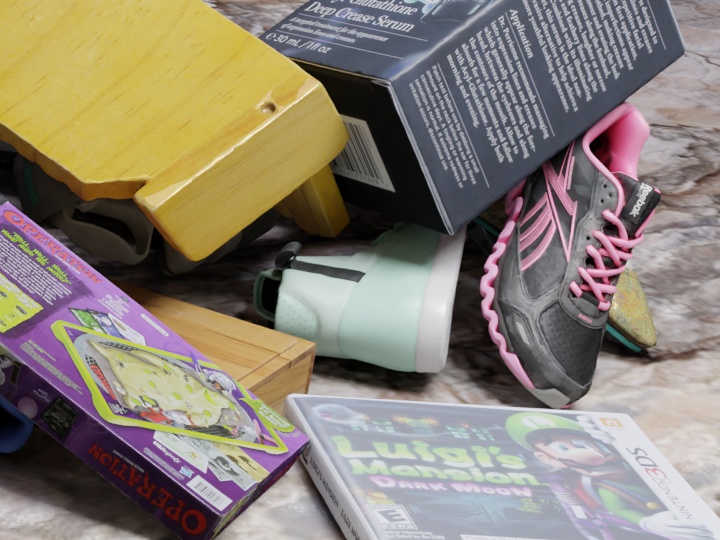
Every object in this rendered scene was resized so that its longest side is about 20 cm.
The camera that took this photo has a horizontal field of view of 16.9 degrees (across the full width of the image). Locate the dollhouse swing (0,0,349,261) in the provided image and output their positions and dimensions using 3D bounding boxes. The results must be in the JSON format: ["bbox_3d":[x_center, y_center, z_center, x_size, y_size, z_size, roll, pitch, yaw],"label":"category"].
[{"bbox_3d":[-0.124,-0.068,1.381,0.200,0.176,0.182,35,58,26],"label":"dollhouse swing"}]

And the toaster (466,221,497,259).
[{"bbox_3d":[0.109,-0.084,1.609,0.200,0.113,0.129,56,16,-4],"label":"toaster"}]

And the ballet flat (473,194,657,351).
[{"bbox_3d":[0.116,-0.031,1.503,0.200,0.071,0.071,38,27,18],"label":"ballet flat"}]

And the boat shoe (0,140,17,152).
[{"bbox_3d":[-0.153,-0.103,1.526,0.199,0.057,0.069,2,63,-26],"label":"boat shoe"}]

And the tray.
[{"bbox_3d":[-0.135,0.037,1.305,0.199,0.037,0.099,16,19,19],"label":"tray"}]

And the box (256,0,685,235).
[{"bbox_3d":[0.062,-0.129,1.418,0.200,0.107,0.148,-38,31,-24],"label":"box"}]

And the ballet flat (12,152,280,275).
[{"bbox_3d":[-0.126,-0.028,1.462,0.200,0.067,0.064,16,52,-43],"label":"ballet flat"}]

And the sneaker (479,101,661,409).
[{"bbox_3d":[0.129,-0.017,1.396,0.095,0.201,0.079,-22,-41,37],"label":"sneaker"}]

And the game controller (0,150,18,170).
[{"bbox_3d":[-0.197,-0.092,1.651,0.104,0.042,0.200,0,11,18],"label":"game controller"}]

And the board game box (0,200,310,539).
[{"bbox_3d":[-0.128,0.048,1.179,0.200,0.032,0.120,38,28,8],"label":"board game box"}]

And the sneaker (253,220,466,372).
[{"bbox_3d":[0.000,0.000,1.432,0.118,0.074,0.200,8,17,4],"label":"sneaker"}]

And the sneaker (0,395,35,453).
[{"bbox_3d":[-0.240,0.056,1.139,0.199,0.076,0.078,-3,26,-31],"label":"sneaker"}]

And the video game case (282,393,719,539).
[{"bbox_3d":[0.076,0.111,1.222,0.199,0.023,0.182,4,19,-18],"label":"video game case"}]
